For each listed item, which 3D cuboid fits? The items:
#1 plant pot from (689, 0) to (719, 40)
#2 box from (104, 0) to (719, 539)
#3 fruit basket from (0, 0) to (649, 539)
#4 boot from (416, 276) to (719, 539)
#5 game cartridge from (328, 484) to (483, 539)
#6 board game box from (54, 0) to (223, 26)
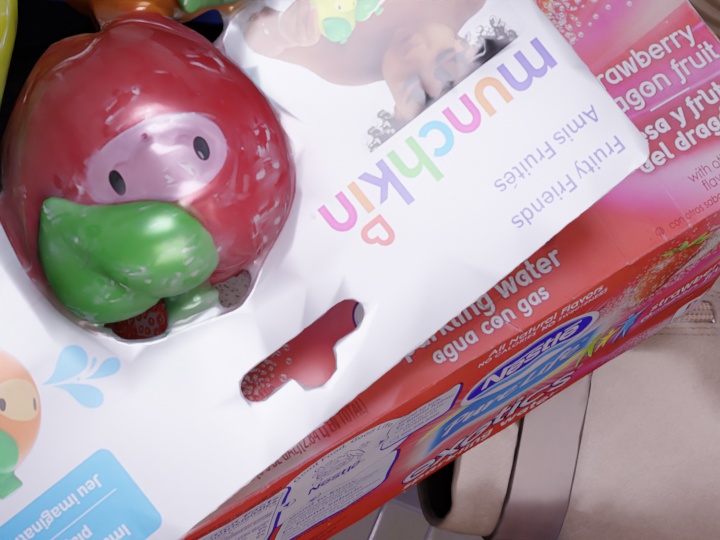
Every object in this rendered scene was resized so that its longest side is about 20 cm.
[{"bbox_3d":[0.120,-0.141,0.809,0.200,0.093,0.202,-12,113,-30],"label":"plant pot"},{"bbox_3d":[0.000,0.000,0.741,0.199,0.096,0.100,-30,165,-21],"label":"box"},{"bbox_3d":[-0.061,-0.052,0.645,0.185,0.200,0.094,-37,172,-14],"label":"fruit basket"},{"bbox_3d":[0.089,0.060,0.847,0.145,0.070,0.201,-5,87,-20],"label":"boot"},{"bbox_3d":[0.009,0.004,0.854,0.129,0.038,0.201,26,87,-43],"label":"game cartridge"},{"bbox_3d":[-0.037,-0.166,0.745,0.134,0.045,0.201,6,112,-34],"label":"board game box"}]
